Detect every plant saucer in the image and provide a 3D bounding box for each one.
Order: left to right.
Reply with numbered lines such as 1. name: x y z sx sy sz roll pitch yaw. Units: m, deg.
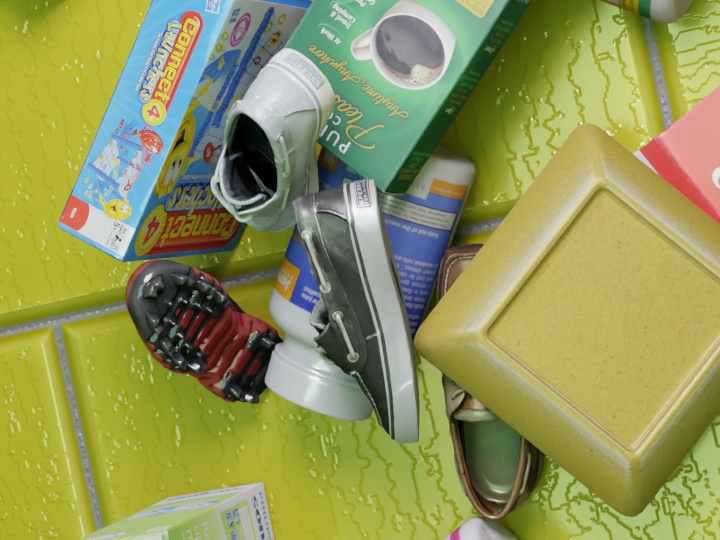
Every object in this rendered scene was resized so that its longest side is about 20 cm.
1. plant saucer: 0.171 0.034 1.514 0.200 0.048 0.200 38 88 -1

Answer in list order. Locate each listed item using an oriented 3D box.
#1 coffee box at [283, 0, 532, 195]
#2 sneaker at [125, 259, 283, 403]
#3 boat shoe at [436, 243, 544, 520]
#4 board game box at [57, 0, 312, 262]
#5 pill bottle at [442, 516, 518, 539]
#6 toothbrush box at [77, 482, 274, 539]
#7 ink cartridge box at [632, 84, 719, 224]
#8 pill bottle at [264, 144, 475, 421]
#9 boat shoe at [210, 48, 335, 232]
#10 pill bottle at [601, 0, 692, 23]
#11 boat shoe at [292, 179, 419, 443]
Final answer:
1. coffee box: 0.031 -0.165 1.498 0.123 0.044 0.200 36 103 18
2. sneaker: -0.129 0.033 1.605 0.098 0.200 0.071 34 86 27
3. boat shoe: 0.093 0.082 1.570 0.075 0.074 0.201 -6 109 14
4. board game box: -0.111 -0.109 1.576 0.056 0.200 0.196 27 102 16
5. pill bottle: 0.043 0.278 1.603 0.200 0.113 0.114 -40 82 15
6. toothbrush box: -0.125 0.244 1.607 0.086 0.200 0.146 -11 90 16
7. ink cartridge box: 0.227 -0.011 1.561 0.200 0.050 0.161 -40 82 18
8. pill bottle: 0.000 0.000 1.596 0.112 0.112 0.201 22 99 14
9. boat shoe: -0.069 -0.073 1.496 0.070 0.201 0.071 42 65 11
10. pill bottle: 0.143 -0.254 1.534 0.199 0.113 0.113 23 100 15
11. boat shoe: -0.001 0.031 1.509 0.063 0.071 0.201 -11 117 5
